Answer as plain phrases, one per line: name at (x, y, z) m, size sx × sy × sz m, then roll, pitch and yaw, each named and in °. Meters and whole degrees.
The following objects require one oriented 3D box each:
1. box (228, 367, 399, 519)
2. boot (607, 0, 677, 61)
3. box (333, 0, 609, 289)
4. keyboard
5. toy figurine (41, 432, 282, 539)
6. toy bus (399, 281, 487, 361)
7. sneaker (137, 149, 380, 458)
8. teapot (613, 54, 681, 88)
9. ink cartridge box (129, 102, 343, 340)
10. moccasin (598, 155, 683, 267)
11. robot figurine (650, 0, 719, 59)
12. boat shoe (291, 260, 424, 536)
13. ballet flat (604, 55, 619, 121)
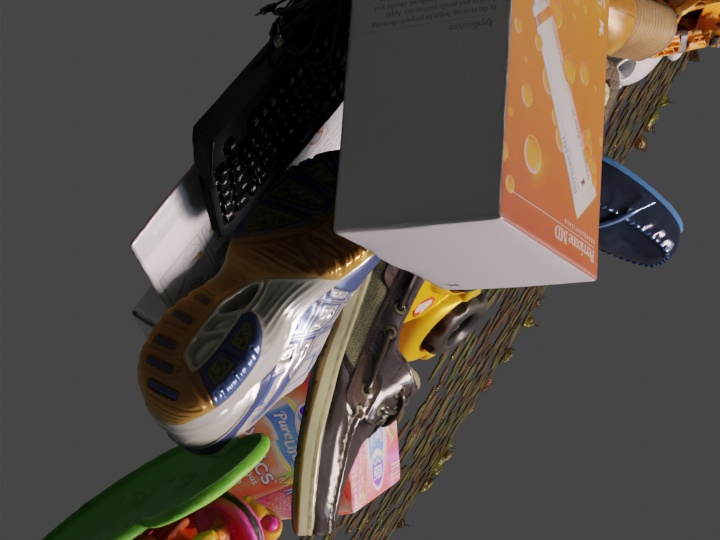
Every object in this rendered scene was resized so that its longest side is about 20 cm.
box at (-0.037, 0.118, 1.161) m, size 0.200 × 0.102 × 0.095 m, roll 5°, pitch 78°, yaw -80°
boot at (0.094, -0.141, 1.076) m, size 0.143 × 0.071 × 0.201 m, roll 4°, pitch 159°, yaw -41°
box at (0.063, -0.102, 0.866) m, size 0.124 × 0.097 × 0.201 m, roll 26°, pitch 65°, yaw -56°
keyboard at (-0.019, -0.110, 0.872) m, size 0.200 × 0.039 × 0.104 m, roll -54°, pitch 149°, yaw -32°
toy figurine at (-0.076, 0.205, 0.949) m, size 0.200 × 0.185 × 0.150 m, roll -25°, pitch -170°, yaw 44°
toy bus at (0.000, 0.000, 1.128) m, size 0.192 × 0.136 × 0.200 m, roll -34°, pitch 159°, yaw -36°
sneaker at (-0.044, 0.016, 0.907) m, size 0.200 × 0.075 × 0.088 m, roll -45°, pitch 153°, yaw -18°
teapot at (0.215, -0.226, 1.396) m, size 0.200 × 0.146 × 0.198 m, roll -57°, pitch 169°, yaw -16°
ink cartridge box at (-0.060, -0.042, 0.942) m, size 0.200 × 0.043 × 0.174 m, roll -54°, pitch 147°, yaw -22°
moccasin at (0.109, -0.044, 1.043) m, size 0.081 × 0.199 × 0.068 m, roll 126°, pitch -12°, yaw -60°
robot figurine at (0.214, -0.231, 1.184) m, size 0.144 × 0.201 × 0.058 m, roll -13°, pitch 149°, yaw -18°
boat shoe at (0.004, 0.060, 0.954) m, size 0.073 × 0.064 × 0.201 m, roll 112°, pitch -10°, yaw -79°
ballet flat at (0.130, -0.081, 1.087) m, size 0.067 × 0.047 × 0.200 m, roll -9°, pitch 159°, yaw -13°
